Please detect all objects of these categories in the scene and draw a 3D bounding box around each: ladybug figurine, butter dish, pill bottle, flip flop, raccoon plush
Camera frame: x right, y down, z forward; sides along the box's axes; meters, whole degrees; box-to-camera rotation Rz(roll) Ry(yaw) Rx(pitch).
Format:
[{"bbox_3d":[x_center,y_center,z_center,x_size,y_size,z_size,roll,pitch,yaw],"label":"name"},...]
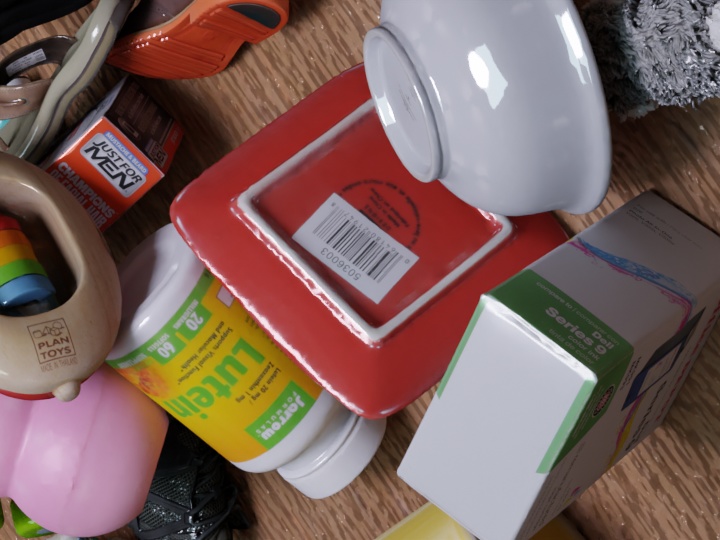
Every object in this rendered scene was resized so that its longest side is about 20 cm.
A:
[{"bbox_3d":[-0.230,0.010,1.361,0.200,0.136,0.072,61,151,30],"label":"ladybug figurine"},{"bbox_3d":[0.000,0.000,1.356,0.200,0.199,0.148,45,153,14],"label":"butter dish"},{"bbox_3d":[-0.079,0.067,1.426,0.200,0.111,0.111,41,137,-24],"label":"pill bottle"},{"bbox_3d":[-0.224,-0.131,1.451,0.058,0.081,0.200,29,130,-18],"label":"flip flop"},{"bbox_3d":[0.157,-0.132,1.148,0.134,0.200,0.097,-13,82,15],"label":"raccoon plush"}]

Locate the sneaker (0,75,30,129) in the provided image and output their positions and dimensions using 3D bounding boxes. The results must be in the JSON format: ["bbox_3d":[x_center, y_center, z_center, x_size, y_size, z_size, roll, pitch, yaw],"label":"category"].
[{"bbox_3d":[-0.290,-0.047,1.609,0.200,0.084,0.121,-39,73,40],"label":"sneaker"}]

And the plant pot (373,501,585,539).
[{"bbox_3d":[0.059,0.243,1.392,0.201,0.201,0.189,47,114,13],"label":"plant pot"}]

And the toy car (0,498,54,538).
[{"bbox_3d":[-0.231,0.095,1.563,0.200,0.158,0.165,-26,71,36],"label":"toy car"}]

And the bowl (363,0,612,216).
[{"bbox_3d":[0.061,-0.111,1.233,0.201,0.090,0.201,60,165,28],"label":"bowl"}]

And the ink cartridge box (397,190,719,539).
[{"bbox_3d":[0.129,0.056,1.242,0.087,0.200,0.145,35,126,17],"label":"ink cartridge box"}]

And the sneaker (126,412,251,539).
[{"bbox_3d":[-0.117,0.150,1.559,0.114,0.076,0.200,45,133,12],"label":"sneaker"}]

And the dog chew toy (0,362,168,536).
[{"bbox_3d":[-0.236,0.106,1.436,0.200,0.125,0.125,17,123,-4],"label":"dog chew toy"}]

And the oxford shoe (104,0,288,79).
[{"bbox_3d":[-0.112,-0.182,1.433,0.200,0.071,0.073,-16,64,48],"label":"oxford shoe"}]

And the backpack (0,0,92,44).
[{"bbox_3d":[-0.254,-0.252,1.412,0.168,0.200,0.163,53,146,16],"label":"backpack"}]

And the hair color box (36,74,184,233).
[{"bbox_3d":[-0.220,-0.040,1.480,0.200,0.111,0.064,-42,103,17],"label":"hair color box"}]

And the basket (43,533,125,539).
[{"bbox_3d":[-0.192,0.291,1.625,0.200,0.139,0.176,42,148,-17],"label":"basket"}]
